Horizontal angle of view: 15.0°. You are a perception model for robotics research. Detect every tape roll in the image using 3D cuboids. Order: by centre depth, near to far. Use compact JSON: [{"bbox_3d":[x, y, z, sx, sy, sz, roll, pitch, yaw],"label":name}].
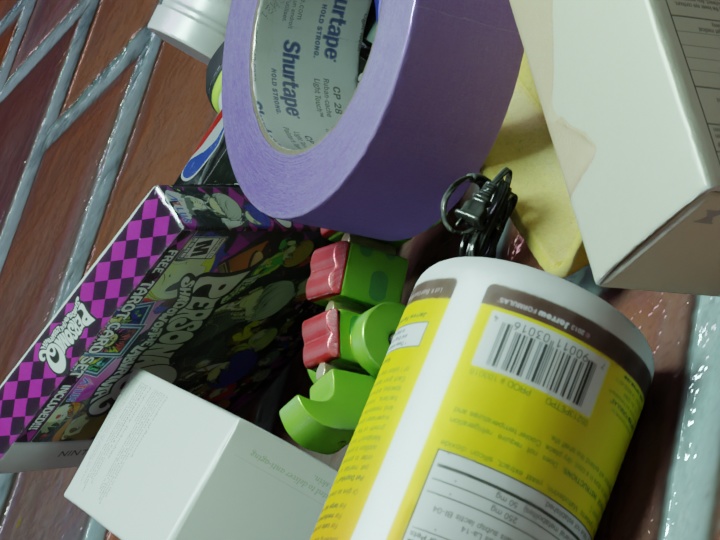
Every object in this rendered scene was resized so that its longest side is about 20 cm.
[{"bbox_3d":[0.004,-0.118,1.345,0.200,0.065,0.201,-32,53,54],"label":"tape roll"}]

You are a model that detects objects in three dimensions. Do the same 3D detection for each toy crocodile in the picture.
[{"bbox_3d":[0.000,0.000,1.418,0.067,0.061,0.201,-25,50,58],"label":"toy crocodile"}]

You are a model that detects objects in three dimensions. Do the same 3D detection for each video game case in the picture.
[{"bbox_3d":[-0.095,0.032,1.492,0.200,0.181,0.036,-50,62,28],"label":"video game case"}]

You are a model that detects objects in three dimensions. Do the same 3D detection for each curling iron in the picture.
[{"bbox_3d":[0.037,0.049,1.255,0.025,0.050,0.201,15,95,27],"label":"curling iron"}]

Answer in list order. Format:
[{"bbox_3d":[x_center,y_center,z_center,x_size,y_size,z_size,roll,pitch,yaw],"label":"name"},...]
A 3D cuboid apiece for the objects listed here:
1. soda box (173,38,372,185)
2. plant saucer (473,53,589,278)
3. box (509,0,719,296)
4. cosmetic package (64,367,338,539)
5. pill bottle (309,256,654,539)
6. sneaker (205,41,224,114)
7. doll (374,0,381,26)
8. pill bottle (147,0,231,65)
[{"bbox_3d":[-0.063,-0.062,1.675,0.200,0.071,0.063,-56,19,13],"label":"soda box"},{"bbox_3d":[0.113,-0.125,1.264,0.201,0.048,0.200,-65,31,25],"label":"plant saucer"},{"bbox_3d":[0.123,-0.095,1.102,0.078,0.095,0.201,-42,52,44],"label":"box"},{"bbox_3d":[-0.066,0.119,1.373,0.085,0.107,0.200,-61,20,-6],"label":"cosmetic package"},{"bbox_3d":[0.040,0.104,1.121,0.109,0.109,0.201,-18,46,63],"label":"pill bottle"},{"bbox_3d":[-0.020,-0.152,1.739,0.200,0.071,0.083,-53,44,24],"label":"sneaker"},{"bbox_3d":[0.038,-0.120,1.538,0.136,0.048,0.200,-44,30,25],"label":"doll"},{"bbox_3d":[-0.068,-0.238,1.888,0.201,0.104,0.104,-61,19,-2],"label":"pill bottle"}]
